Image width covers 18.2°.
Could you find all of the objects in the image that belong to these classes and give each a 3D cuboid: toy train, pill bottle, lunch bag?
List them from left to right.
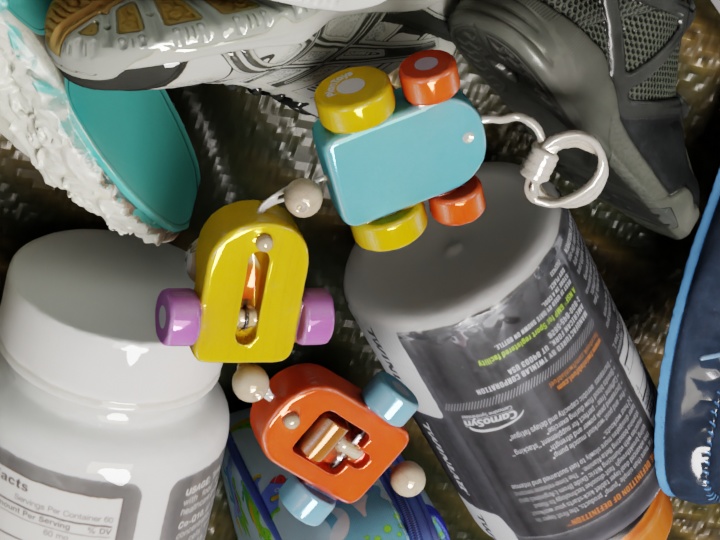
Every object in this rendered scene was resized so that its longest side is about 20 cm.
[{"bbox_3d":[-0.119,0.092,0.963,0.113,0.114,0.201,3,118,-22],"label":"pill bottle"},{"bbox_3d":[0.000,0.000,0.899,0.150,0.056,0.200,27,107,-32],"label":"toy train"},{"bbox_3d":[0.003,0.164,1.022,0.082,0.161,0.201,-19,123,-9],"label":"lunch bag"},{"bbox_3d":[0.078,0.056,1.019,0.106,0.106,0.200,-31,125,-1],"label":"pill bottle"}]

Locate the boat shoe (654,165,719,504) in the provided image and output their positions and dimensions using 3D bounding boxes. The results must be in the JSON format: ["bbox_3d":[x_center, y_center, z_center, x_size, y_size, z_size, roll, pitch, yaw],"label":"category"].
[{"bbox_3d":[0.183,0.009,1.002,0.084,0.068,0.201,13,91,-66],"label":"boat shoe"}]

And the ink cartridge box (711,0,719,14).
[{"bbox_3d":[0.271,-0.086,0.925,0.146,0.146,0.200,-35,93,-8],"label":"ink cartridge box"}]

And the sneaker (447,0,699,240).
[{"bbox_3d":[0.119,-0.093,0.962,0.114,0.076,0.199,-54,140,-9],"label":"sneaker"}]

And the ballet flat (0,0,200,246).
[{"bbox_3d":[-0.134,-0.092,0.885,0.072,0.072,0.200,-32,122,0],"label":"ballet flat"}]

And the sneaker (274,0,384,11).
[{"bbox_3d":[-0.064,-0.186,0.830,0.199,0.147,0.081,14,152,-12],"label":"sneaker"}]

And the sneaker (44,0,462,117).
[{"bbox_3d":[-0.031,-0.091,0.890,0.199,0.076,0.088,-18,136,-28],"label":"sneaker"}]
